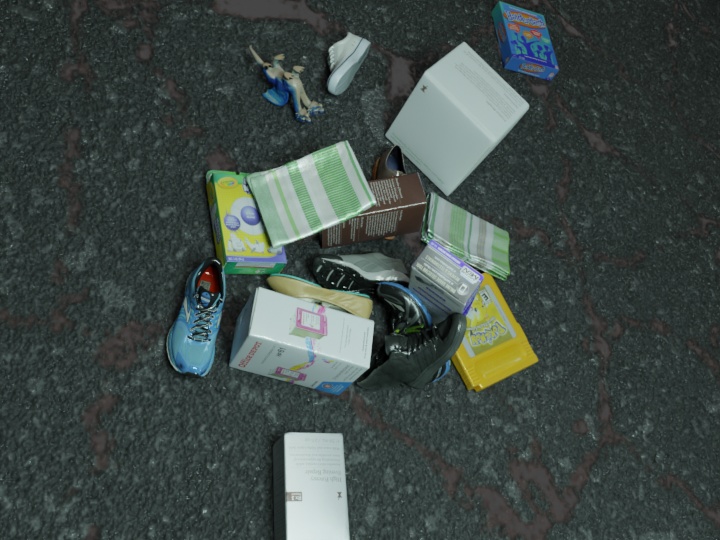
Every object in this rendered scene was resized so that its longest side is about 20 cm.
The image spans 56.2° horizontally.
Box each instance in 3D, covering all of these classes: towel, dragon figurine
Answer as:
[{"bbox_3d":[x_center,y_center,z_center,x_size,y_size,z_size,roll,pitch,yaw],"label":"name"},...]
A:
[{"bbox_3d":[0.220,-0.075,1.377,0.196,0.031,0.151,24,44,-10],"label":"towel"},{"bbox_3d":[-0.161,-0.373,1.360,0.197,0.101,0.059,31,53,17],"label":"dragon figurine"},{"bbox_3d":[-0.086,-0.138,1.178,0.196,0.024,0.155,-21,66,-10],"label":"towel"}]

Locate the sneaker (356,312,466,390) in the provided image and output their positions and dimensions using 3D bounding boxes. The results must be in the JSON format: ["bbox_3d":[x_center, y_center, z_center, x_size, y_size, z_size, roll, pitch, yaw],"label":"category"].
[{"bbox_3d":[0.083,0.132,1.113,0.102,0.201,0.061,24,32,-16],"label":"sneaker"}]

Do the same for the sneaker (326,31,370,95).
[{"bbox_3d":[-0.042,-0.449,1.462,0.070,0.074,0.202,25,45,1],"label":"sneaker"}]

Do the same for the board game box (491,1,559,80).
[{"bbox_3d":[0.434,-0.608,1.786,0.149,0.045,0.204,7,60,-22],"label":"board game box"}]

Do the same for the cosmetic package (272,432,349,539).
[{"bbox_3d":[-0.073,0.348,0.991,0.099,0.074,0.204,5,60,-22],"label":"cosmetic package"}]

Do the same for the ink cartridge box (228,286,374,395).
[{"bbox_3d":[-0.096,0.116,1.064,0.196,0.145,0.086,18,57,-15],"label":"ink cartridge box"}]

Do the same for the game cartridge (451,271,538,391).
[{"bbox_3d":[0.230,0.114,1.292,0.173,0.033,0.203,-17,70,-32],"label":"game cartridge"}]

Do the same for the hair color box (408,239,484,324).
[{"bbox_3d":[0.141,0.035,1.163,0.108,0.201,0.065,36,76,12],"label":"hair color box"}]

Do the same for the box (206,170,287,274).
[{"bbox_3d":[-0.203,-0.094,1.187,0.115,0.048,0.204,1,61,-32],"label":"box"}]

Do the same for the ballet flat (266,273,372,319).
[{"bbox_3d":[-0.070,0.056,1.162,0.195,0.069,0.065,14,71,-17],"label":"ballet flat"}]

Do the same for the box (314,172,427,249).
[{"bbox_3d":[0.016,-0.109,1.235,0.195,0.101,0.077,-9,63,-8],"label":"box"}]

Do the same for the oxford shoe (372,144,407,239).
[{"bbox_3d":[0.056,-0.159,1.335,0.070,0.073,0.204,11,59,-20],"label":"oxford shoe"}]

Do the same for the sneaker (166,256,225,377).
[{"bbox_3d":[-0.252,0.066,1.051,0.077,0.090,0.204,12,58,-19],"label":"sneaker"}]

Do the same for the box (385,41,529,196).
[{"bbox_3d":[0.200,-0.314,1.414,0.199,0.200,0.171,44,52,3],"label":"box"}]

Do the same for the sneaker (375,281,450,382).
[{"bbox_3d":[0.085,0.110,1.187,0.082,0.071,0.202,-32,96,-23],"label":"sneaker"}]

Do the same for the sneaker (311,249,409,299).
[{"bbox_3d":[0.000,0.000,1.229,0.196,0.074,0.081,11,48,-27],"label":"sneaker"}]
